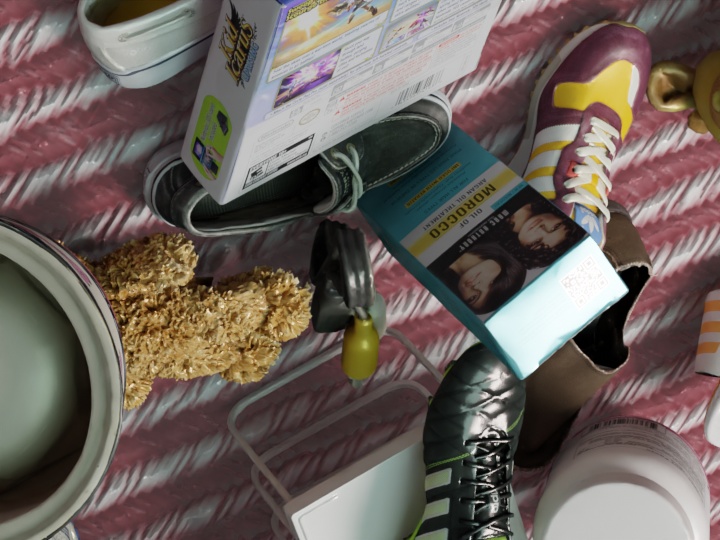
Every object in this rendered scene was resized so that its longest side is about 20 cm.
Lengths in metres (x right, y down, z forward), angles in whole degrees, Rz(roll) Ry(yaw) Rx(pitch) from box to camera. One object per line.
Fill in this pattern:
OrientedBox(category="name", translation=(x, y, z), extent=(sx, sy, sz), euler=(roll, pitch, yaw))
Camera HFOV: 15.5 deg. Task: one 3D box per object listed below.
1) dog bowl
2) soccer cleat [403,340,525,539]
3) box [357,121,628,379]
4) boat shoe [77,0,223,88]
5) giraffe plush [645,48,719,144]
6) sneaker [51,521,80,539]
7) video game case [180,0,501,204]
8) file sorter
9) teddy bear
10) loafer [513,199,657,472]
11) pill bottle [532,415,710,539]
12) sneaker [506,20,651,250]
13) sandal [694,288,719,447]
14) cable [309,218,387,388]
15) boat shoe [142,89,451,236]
OrientedBox(category="dog bowl", translation=(-0.219, 0.057, 1.470), extent=(0.199, 0.074, 0.201), euler=(2, 101, 10))
OrientedBox(category="soccer cleat", translation=(0.068, 0.138, 1.571), extent=(0.067, 0.081, 0.201), euler=(-2, 119, -30))
OrientedBox(category="box", translation=(0.073, -0.016, 1.563), extent=(0.082, 0.200, 0.049), euler=(-39, 122, -4))
OrientedBox(category="boat shoe", translation=(-0.073, -0.187, 1.457), extent=(0.202, 0.075, 0.086), euler=(-32, 151, -1))
OrientedBox(category="giraffe plush", translation=(0.265, -0.139, 1.645), extent=(0.162, 0.172, 0.200), euler=(-56, 162, 16))
OrientedBox(category="sneaker", translation=(-0.206, 0.145, 1.564), extent=(0.077, 0.085, 0.201), euler=(-9, 125, 7))
OrientedBox(category="video game case", translation=(0.002, -0.143, 1.474), extent=(0.200, 0.045, 0.181), euler=(-30, 159, -30))
OrientedBox(category="file sorter", translation=(0.016, 0.160, 1.688), extent=(0.138, 0.125, 0.200), euler=(-29, 128, -13))
OrientedBox(category="teddy bear", translation=(-0.124, 0.033, 1.553), extent=(0.200, 0.067, 0.145), euler=(19, 143, -42))
OrientedBox(category="loafer", translation=(0.133, 0.053, 1.722), extent=(0.073, 0.071, 0.201), euler=(3, 119, -31))
OrientedBox(category="pill bottle", translation=(0.169, 0.165, 1.706), extent=(0.113, 0.200, 0.114), euler=(1, 96, 8))
OrientedBox(category="sneaker", translation=(0.134, -0.057, 1.647), extent=(0.075, 0.090, 0.200), euler=(18, 108, -36))
OrientedBox(category="sandal", translation=(0.271, 0.022, 1.800), extent=(0.079, 0.059, 0.207), euler=(38, 75, -55))
OrientedBox(category="cable", translation=(0.000, 0.000, 1.562), extent=(0.050, 0.098, 0.200), euler=(-1, 163, -8))
OrientedBox(category="boat shoe", translation=(-0.028, -0.058, 1.567), extent=(0.199, 0.071, 0.072), euler=(-20, 126, -18))
